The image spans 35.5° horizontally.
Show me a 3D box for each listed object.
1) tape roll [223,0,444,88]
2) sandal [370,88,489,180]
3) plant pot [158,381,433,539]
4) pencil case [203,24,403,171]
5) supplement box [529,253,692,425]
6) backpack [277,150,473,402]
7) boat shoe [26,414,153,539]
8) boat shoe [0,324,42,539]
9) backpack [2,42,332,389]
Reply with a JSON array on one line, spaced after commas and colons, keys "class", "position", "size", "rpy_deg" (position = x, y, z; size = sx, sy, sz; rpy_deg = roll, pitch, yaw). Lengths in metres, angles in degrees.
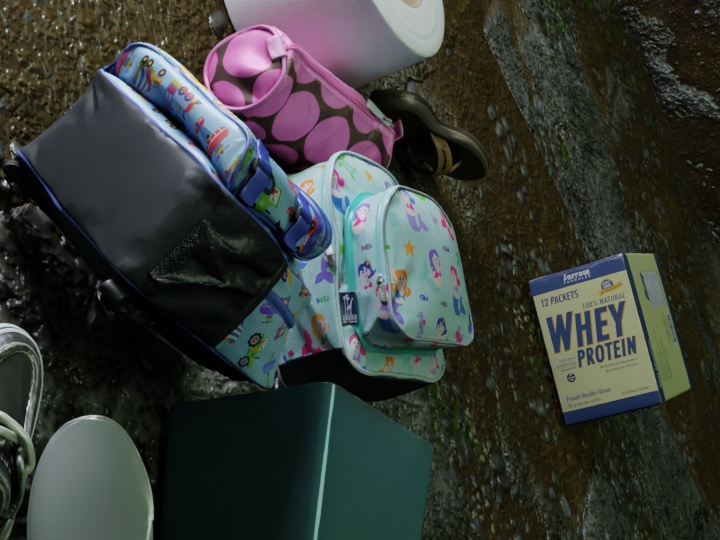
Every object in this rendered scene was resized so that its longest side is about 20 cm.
[{"class": "tape roll", "position": [-0.024, -0.275, 1.071], "size": [0.202, 0.138, 0.205], "rpy_deg": [38, 43, -47]}, {"class": "sandal", "position": [0.074, -0.138, 1.247], "size": [0.200, 0.081, 0.055], "rpy_deg": [33, 62, -53]}, {"class": "plant pot", "position": [-0.048, 0.201, 0.753], "size": [0.141, 0.140, 0.203], "rpy_deg": [37, 51, -48]}, {"class": "pencil case", "position": [-0.046, -0.143, 1.000], "size": [0.199, 0.093, 0.092], "rpy_deg": [26, 52, -54]}, {"class": "supplement box", "position": [0.347, 0.090, 1.544], "size": [0.199, 0.133, 0.203], "rpy_deg": [-1, 75, -62]}, {"class": "backpack", "position": [0.000, 0.000, 0.957], "size": [0.177, 0.149, 0.203], "rpy_deg": [15, 57, -57]}, {"class": "boat shoe", "position": [-0.150, 0.187, 0.646], "size": [0.064, 0.070, 0.203], "rpy_deg": [131, -47, -74]}, {"class": "boat shoe", "position": [-0.199, 0.106, 0.577], "size": [0.071, 0.063, 0.202], "rpy_deg": [52, 33, -34]}, {"class": "backpack", "position": [-0.103, -0.022, 0.732], "size": [0.182, 0.135, 0.200], "rpy_deg": [42, -3, 39]}]
